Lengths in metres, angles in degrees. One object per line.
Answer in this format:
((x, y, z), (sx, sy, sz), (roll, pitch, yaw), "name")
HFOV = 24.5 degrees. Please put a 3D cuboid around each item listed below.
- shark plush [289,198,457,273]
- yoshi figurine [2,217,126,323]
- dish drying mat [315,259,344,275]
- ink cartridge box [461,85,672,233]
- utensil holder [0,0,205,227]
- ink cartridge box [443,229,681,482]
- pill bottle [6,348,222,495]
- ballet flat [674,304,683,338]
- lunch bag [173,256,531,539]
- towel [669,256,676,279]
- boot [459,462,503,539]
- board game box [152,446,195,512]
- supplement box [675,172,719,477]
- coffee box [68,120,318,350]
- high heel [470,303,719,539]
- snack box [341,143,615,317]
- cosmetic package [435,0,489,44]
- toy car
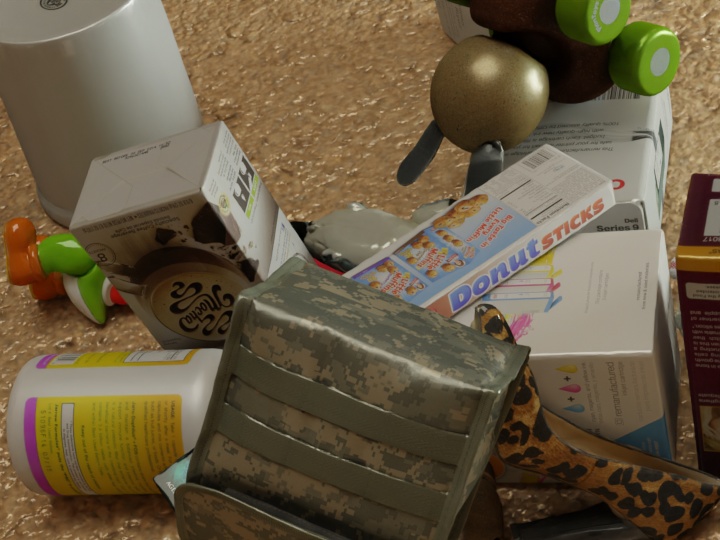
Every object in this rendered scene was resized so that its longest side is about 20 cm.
((0.000, 0.000, 1.275), (0.200, 0.083, 0.091), (5, 53, 23), "shark plush")
((-0.189, -0.034, 1.381), (0.200, 0.112, 0.112), (-5, 34, 8), "yoshi figurine")
((-0.022, 0.039, 1.307), (0.077, 0.018, 0.200), (-23, 39, -10), "dish drying mat")
((0.169, -0.085, 1.335), (0.146, 0.084, 0.200), (-2, 42, 18), "ink cartridge box")
((-0.236, -0.163, 1.469), (0.170, 0.200, 0.170), (-10, 40, 8), "utensil holder")
((0.113, 0.062, 1.149), (0.200, 0.129, 0.125), (-3, 41, 16), "ink cartridge box")
((-0.145, 0.109, 1.197), (0.200, 0.104, 0.104), (-2, 41, 15), "pill bottle")
((0.324, 0.019, 1.184), (0.200, 0.072, 0.072), (-3, 41, 12), "ballet flat")
((-0.013, 0.117, 0.987), (0.164, 0.200, 0.118), (22, 20, 12), "lunch bag")
((0.332, -0.030, 1.185), (0.146, 0.030, 0.200), (-3, 19, 45), "towel")
((-0.003, 0.178, 1.101), (0.200, 0.074, 0.076), (-12, 46, 0), "boot")
((-0.023, 0.174, 1.063), (0.135, 0.028, 0.200), (-35, 70, -11), "board game box")
((0.269, 0.040, 1.066), (0.110, 0.200, 0.086), (2, 42, 20), "supplement box")
((-0.108, -0.001, 1.222), (0.113, 0.200, 0.080), (-15, 41, 23), "coffee box")
((0.149, 0.092, 1.052), (0.142, 0.200, 0.071), (-16, 26, 4), "high heel")
((0.077, -0.018, 1.134), (0.200, 0.024, 0.072), (-33, 43, -19), "snack box")
((0.137, -0.228, 1.501), (0.074, 0.102, 0.200), (-24, 39, -9), "cosmetic package")
((0.114, -0.135, 1.276), (0.164, 0.158, 0.200), (26, 85, 45), "toy car")
